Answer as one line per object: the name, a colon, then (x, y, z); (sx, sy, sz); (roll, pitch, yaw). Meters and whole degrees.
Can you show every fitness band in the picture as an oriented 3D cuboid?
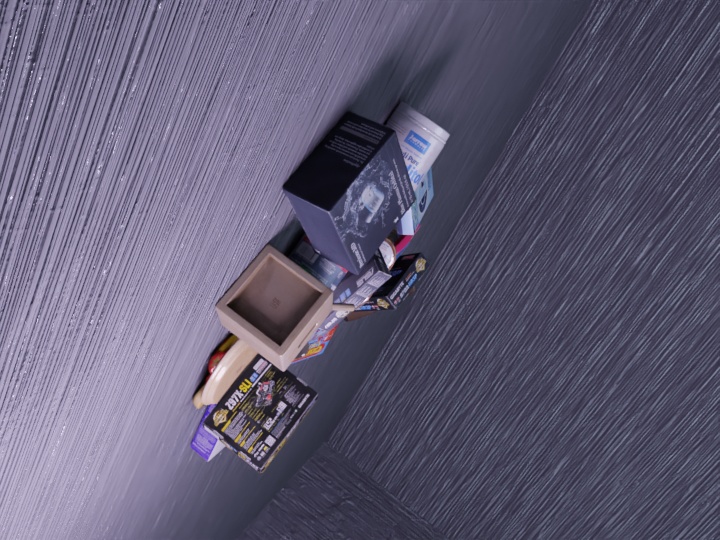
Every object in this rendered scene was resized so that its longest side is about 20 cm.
fitness band: (0.068, -0.123, 1.944); (0.200, 0.144, 0.037); (-51, -164, -29)

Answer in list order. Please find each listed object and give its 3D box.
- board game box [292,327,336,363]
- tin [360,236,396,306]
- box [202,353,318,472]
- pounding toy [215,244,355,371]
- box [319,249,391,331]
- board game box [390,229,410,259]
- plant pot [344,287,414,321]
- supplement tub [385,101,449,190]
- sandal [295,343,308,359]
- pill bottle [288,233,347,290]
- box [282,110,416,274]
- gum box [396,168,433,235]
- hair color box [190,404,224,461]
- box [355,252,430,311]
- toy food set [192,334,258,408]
board game box: (-0.133, 0.133, 1.905); (0.199, 0.056, 0.197); (-14, 140, -50)
tin: (0.000, 0.000, 1.781); (0.201, 0.111, 0.042); (-55, -153, 14)
box: (-0.208, 0.294, 1.664); (0.201, 0.159, 0.049); (-52, 169, -22)
pounding toy: (-0.135, 0.069, 1.496); (0.201, 0.183, 0.142); (-51, 169, -19)
box: (-0.039, 0.008, 1.703); (0.200, 0.162, 0.049); (-41, 141, 24)
board game box: (0.014, -0.040, 1.952); (0.200, 0.134, 0.034); (-49, 179, -28)
plant pot: (0.014, 0.044, 2.180); (0.199, 0.187, 0.187); (-36, 165, -14)
supplement tub: (0.084, -0.238, 1.681); (0.201, 0.131, 0.132); (-57, 169, 10)
sandal: (-0.163, 0.147, 1.767); (0.081, 0.055, 0.201); (-21, 141, -6)
pill bottle: (-0.120, 0.032, 1.625); (0.201, 0.119, 0.120); (-54, 169, -4)
box: (-0.013, -0.138, 1.434); (0.201, 0.117, 0.197); (-51, 148, -18)
gum box: (0.125, -0.209, 1.883); (0.200, 0.044, 0.172); (-59, 147, -52)
hair color box: (-0.316, 0.338, 1.846); (0.109, 0.065, 0.201); (-38, 161, -56)
box: (0.061, 0.032, 1.984); (0.159, 0.046, 0.199); (-50, -157, -27)
toy food set: (-0.270, 0.194, 1.648); (0.198, 0.048, 0.201); (-48, 167, -35)
